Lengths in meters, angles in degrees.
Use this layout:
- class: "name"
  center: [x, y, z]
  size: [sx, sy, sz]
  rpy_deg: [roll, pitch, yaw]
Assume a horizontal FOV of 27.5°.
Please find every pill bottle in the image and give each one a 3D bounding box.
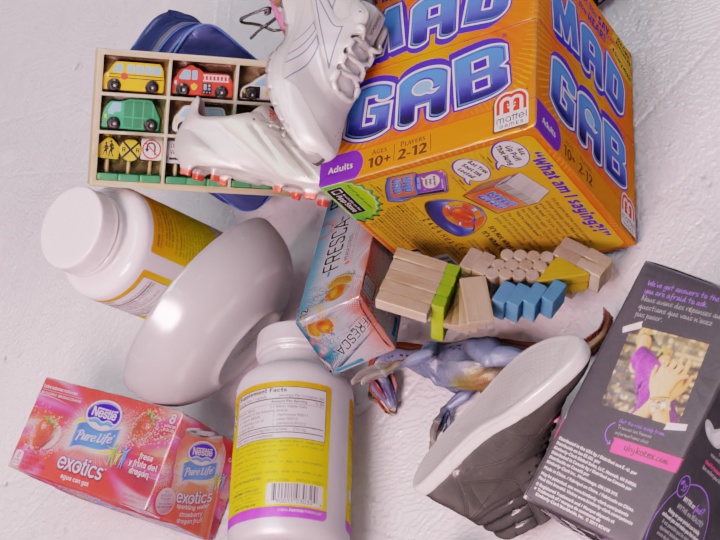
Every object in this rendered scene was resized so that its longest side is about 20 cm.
- class: "pill bottle"
  center: [-0.058, 0.150, 1.271]
  size: [0.103, 0.104, 0.202]
  rpy_deg: [-15, 57, 28]
- class: "pill bottle"
  center: [-0.208, -0.013, 1.407]
  size: [0.108, 0.199, 0.111]
  rpy_deg: [-12, 68, 31]

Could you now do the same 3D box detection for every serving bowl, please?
- class: "serving bowl"
  center: [-0.125, 0.051, 1.344]
  size: [0.066, 0.200, 0.201]
  rpy_deg: [38, 90, 14]

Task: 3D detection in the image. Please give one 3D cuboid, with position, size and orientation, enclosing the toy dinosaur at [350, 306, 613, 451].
- class: "toy dinosaur"
  center: [0.089, 0.092, 1.253]
  size: [0.199, 0.106, 0.181]
  rpy_deg: [-29, 32, -25]

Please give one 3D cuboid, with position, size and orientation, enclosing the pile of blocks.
- class: "pile of blocks"
  center: [0.111, 0.027, 1.223]
  size: [0.197, 0.062, 0.083]
  rpy_deg: [-4, 52, 0]

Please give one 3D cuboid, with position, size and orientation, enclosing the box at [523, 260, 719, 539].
- class: "box"
  center: [0.228, 0.116, 1.082]
  size: [0.105, 0.122, 0.201]
  rpy_deg: [23, 79, 41]

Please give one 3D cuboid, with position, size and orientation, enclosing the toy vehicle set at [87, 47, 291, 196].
- class: "toy vehicle set"
  center: [-0.151, -0.136, 1.367]
  size: [0.026, 0.197, 0.126]
  rpy_deg: [-154, 67, -71]

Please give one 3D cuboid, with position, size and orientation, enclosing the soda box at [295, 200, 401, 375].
- class: "soda box"
  center: [0.000, 0.000, 1.298]
  size: [0.068, 0.064, 0.201]
  rpy_deg: [-23, 28, 23]

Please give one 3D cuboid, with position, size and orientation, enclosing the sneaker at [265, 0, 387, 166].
- class: "sneaker"
  center: [-0.024, -0.178, 1.193]
  size: [0.086, 0.074, 0.202]
  rpy_deg: [-12, 58, 25]

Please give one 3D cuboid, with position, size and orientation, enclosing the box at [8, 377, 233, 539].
- class: "box"
  center: [-0.220, 0.176, 1.386]
  size: [0.198, 0.102, 0.096]
  rpy_deg: [8, 70, 40]

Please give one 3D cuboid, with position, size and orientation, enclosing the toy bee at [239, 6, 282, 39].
- class: "toy bee"
  center: [-0.004, -0.209, 1.438]
  size: [0.198, 0.131, 0.110]
  rpy_deg: [-14, 83, 9]

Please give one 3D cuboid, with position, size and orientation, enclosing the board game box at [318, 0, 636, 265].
- class: "board game box"
  center: [0.105, -0.131, 1.255]
  size: [0.198, 0.200, 0.202]
  rpy_deg: [-13, 57, 29]

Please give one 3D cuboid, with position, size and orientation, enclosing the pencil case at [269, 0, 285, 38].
- class: "pencil case"
  center: [-0.019, -0.182, 1.345]
  size: [0.082, 0.202, 0.086]
  rpy_deg: [-10, 18, 32]

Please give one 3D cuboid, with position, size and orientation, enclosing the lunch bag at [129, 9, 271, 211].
- class: "lunch bag"
  center: [-0.141, -0.151, 1.453]
  size: [0.137, 0.199, 0.132]
  rpy_deg: [-55, 30, -1]

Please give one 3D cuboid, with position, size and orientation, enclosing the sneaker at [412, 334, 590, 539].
- class: "sneaker"
  center: [0.135, 0.133, 1.138]
  size: [0.200, 0.099, 0.071]
  rpy_deg: [-48, 12, 34]

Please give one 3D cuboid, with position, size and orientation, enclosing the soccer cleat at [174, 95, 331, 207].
- class: "soccer cleat"
  center: [-0.072, -0.106, 1.315]
  size: [0.198, 0.069, 0.079]
  rpy_deg: [12, 88, 11]

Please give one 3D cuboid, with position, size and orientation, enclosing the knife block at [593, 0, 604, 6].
- class: "knife block"
  center: [0.243, -0.298, 1.342]
  size: [0.198, 0.064, 0.177]
  rpy_deg: [8, 71, 38]
